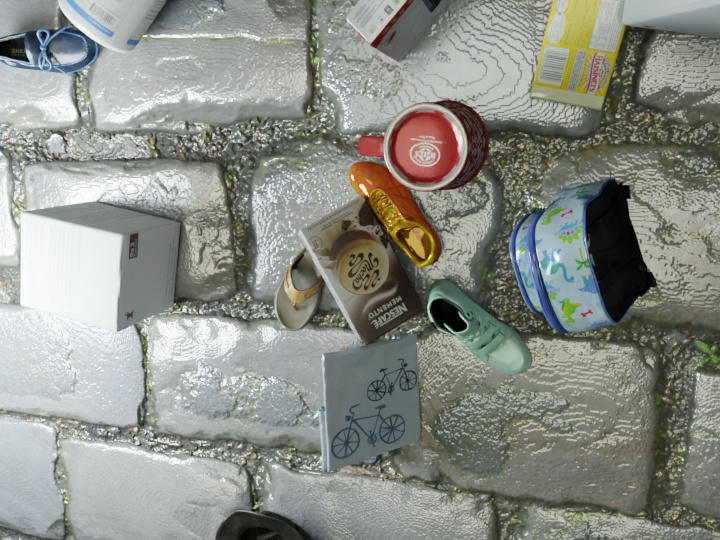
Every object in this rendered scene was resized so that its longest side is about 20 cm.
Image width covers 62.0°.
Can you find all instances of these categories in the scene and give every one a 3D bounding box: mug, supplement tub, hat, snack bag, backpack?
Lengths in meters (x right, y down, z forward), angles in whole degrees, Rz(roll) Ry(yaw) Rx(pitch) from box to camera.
[{"bbox_3d":[0.087,-0.162,0.835,0.176,0.200,0.134,-25,95,18],"label":"mug"},{"bbox_3d":[-0.363,-0.459,0.934,0.132,0.132,0.200,45,108,2],"label":"supplement tub"},{"bbox_3d":[-0.163,0.503,1.113,0.198,0.081,0.203,5,111,13],"label":"hat"},{"bbox_3d":[0.016,0.208,0.968,0.021,0.187,0.202,16,113,58],"label":"snack bag"},{"bbox_3d":[0.291,-0.012,0.811,0.146,0.200,0.185,-14,100,38],"label":"backpack"}]

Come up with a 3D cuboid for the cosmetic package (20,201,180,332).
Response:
[{"bbox_3d":[-0.444,-0.014,1.034,0.198,0.165,0.167,13,106,13],"label":"cosmetic package"}]

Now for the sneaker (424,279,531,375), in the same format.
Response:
[{"bbox_3d":[0.176,0.102,0.910,0.200,0.118,0.074,40,107,3],"label":"sneaker"}]

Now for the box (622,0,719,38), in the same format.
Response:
[{"bbox_3d":[0.443,-0.362,0.664,0.198,0.199,0.173,3,104,-11],"label":"box"}]

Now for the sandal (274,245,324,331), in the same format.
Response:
[{"bbox_3d":[-0.090,0.012,0.998,0.080,0.054,0.201,33,107,5],"label":"sandal"}]

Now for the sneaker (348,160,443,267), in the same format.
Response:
[{"bbox_3d":[0.055,-0.093,0.925,0.200,0.077,0.073,47,111,4],"label":"sneaker"}]

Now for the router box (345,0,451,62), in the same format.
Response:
[{"bbox_3d":[0.084,-0.383,0.800,0.049,0.179,0.200,45,110,2],"label":"router box"}]

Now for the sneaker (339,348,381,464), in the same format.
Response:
[{"bbox_3d":[-0.013,0.238,1.013,0.075,0.078,0.202,-17,97,19],"label":"sneaker"}]

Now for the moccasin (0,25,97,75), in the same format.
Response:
[{"bbox_3d":[-0.554,-0.376,1.038,0.198,0.068,0.081,-3,101,16],"label":"moccasin"}]

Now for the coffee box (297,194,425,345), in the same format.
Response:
[{"bbox_3d":[0.000,0.000,0.936,0.112,0.080,0.201,-30,94,-8],"label":"coffee box"}]

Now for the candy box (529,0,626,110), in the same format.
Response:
[{"bbox_3d":[0.303,-0.328,0.809,0.101,0.026,0.202,14,118,11],"label":"candy box"}]
